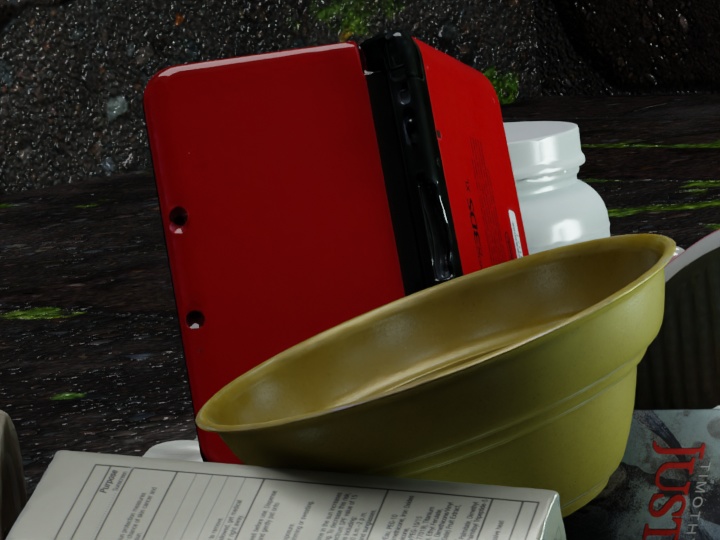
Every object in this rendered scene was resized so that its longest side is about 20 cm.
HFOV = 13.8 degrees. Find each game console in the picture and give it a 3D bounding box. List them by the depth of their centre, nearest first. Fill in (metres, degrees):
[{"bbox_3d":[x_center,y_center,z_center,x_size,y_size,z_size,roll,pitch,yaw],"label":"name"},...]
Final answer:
[{"bbox_3d":[0.000,0.000,1.408,0.118,0.200,0.172,-15,-14,22],"label":"game console"}]

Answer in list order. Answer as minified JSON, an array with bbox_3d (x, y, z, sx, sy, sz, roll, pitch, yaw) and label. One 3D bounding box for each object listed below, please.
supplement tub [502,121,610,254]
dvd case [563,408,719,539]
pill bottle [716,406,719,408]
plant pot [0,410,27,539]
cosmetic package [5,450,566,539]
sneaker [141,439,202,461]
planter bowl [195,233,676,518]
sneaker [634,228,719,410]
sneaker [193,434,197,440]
[{"bbox_3d":[0.063,0.029,1.556,0.145,0.200,0.145,-6,8,1],"label":"supplement tub"},{"bbox_3d":[0.113,0.119,1.179,0.200,0.146,0.022,-1,-36,28],"label":"dvd case"},{"bbox_3d":[0.165,0.085,1.397,0.200,0.113,0.112,-12,10,-38],"label":"pill bottle"},{"bbox_3d":[-0.218,0.116,1.148,0.173,0.200,0.200,-5,8,-1],"label":"plant pot"},{"bbox_3d":[-0.029,0.135,1.089,0.200,0.087,0.103,5,40,19],"label":"cosmetic package"},{"bbox_3d":[-0.032,0.132,1.442,0.200,0.077,0.085,-4,28,20],"label":"sneaker"},{"bbox_3d":[0.042,0.060,1.168,0.200,0.084,0.200,-20,8,3],"label":"planter bowl"},{"bbox_3d":[0.153,0.012,1.260,0.200,0.075,0.105,-36,13,35],"label":"sneaker"},{"bbox_3d":[-0.051,0.092,1.581,0.070,0.094,0.200,-9,9,-24],"label":"sneaker"}]
